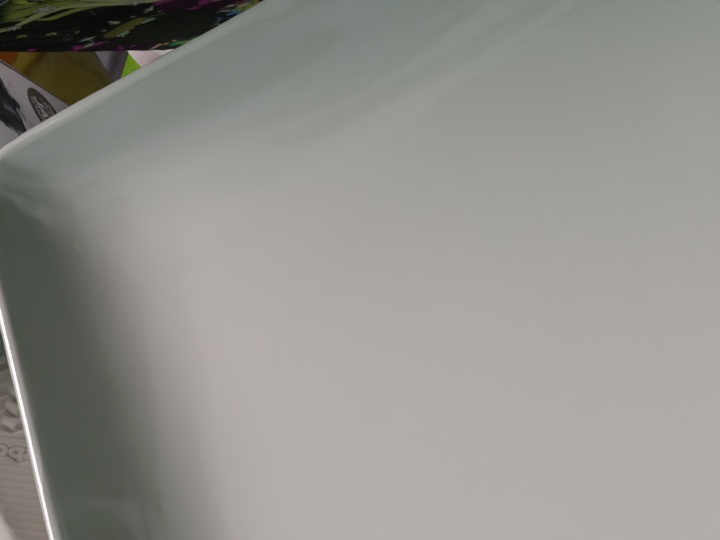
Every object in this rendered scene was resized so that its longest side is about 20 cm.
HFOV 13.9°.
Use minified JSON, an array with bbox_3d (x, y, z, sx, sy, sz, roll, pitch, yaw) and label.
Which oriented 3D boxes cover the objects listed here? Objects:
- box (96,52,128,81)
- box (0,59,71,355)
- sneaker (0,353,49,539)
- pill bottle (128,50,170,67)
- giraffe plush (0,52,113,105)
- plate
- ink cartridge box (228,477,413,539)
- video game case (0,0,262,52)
[{"bbox_3d":[-0.152,-0.152,1.084,0.199,0.131,0.200,-109,35,-55],"label":"box"},{"bbox_3d":[-0.116,0.006,0.857,0.060,0.117,0.200,59,-169,27],"label":"box"},{"bbox_3d":[-0.063,0.129,0.768,0.118,0.074,0.201,93,164,-45],"label":"sneaker"},{"bbox_3d":[-0.024,-0.124,0.754,0.200,0.111,0.111,104,154,-60],"label":"pill bottle"},{"bbox_3d":[-0.124,-0.079,0.929,0.200,0.172,0.162,-69,-27,-24],"label":"giraffe plush"},{"bbox_3d":[0.027,0.026,0.561,0.032,0.200,0.200,27,-138,-55],"label":"plate"},{"bbox_3d":[0.042,0.142,0.629,0.145,0.048,0.200,15,118,35],"label":"ink cartridge box"},{"bbox_3d":[-0.051,-0.090,0.590,0.200,0.181,0.036,-23,74,50],"label":"video game case"}]
